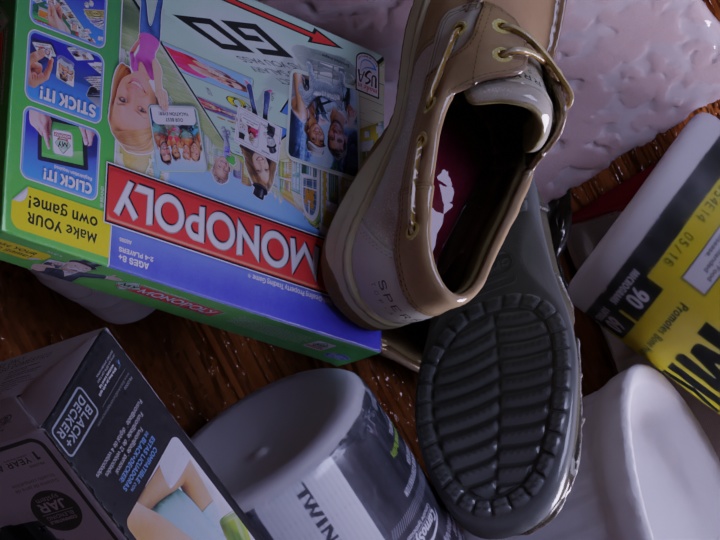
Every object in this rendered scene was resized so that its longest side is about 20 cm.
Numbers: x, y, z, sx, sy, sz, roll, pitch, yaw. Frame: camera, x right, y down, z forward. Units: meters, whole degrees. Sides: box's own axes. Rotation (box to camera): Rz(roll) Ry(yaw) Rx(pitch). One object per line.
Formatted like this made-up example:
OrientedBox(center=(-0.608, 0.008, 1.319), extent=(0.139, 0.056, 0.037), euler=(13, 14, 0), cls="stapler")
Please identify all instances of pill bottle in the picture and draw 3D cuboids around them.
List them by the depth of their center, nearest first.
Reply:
OrientedBox(center=(0.005, 0.148, 1.157), extent=(0.200, 0.106, 0.106), euler=(58, 38, -21), cls="pill bottle")
OrientedBox(center=(0.207, 0.026, 1.297), extent=(0.200, 0.114, 0.114), euler=(37, 40, 4), cls="pill bottle")

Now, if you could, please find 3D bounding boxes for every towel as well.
OrientedBox(center=(0.053, -0.099, 1.250), extent=(0.191, 0.200, 0.032), euler=(41, 25, -40), cls="towel")

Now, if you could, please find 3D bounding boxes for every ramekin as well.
OrientedBox(center=(0.123, 0.154, 1.283), extent=(0.201, 0.097, 0.201), euler=(55, 21, -34), cls="ramekin")

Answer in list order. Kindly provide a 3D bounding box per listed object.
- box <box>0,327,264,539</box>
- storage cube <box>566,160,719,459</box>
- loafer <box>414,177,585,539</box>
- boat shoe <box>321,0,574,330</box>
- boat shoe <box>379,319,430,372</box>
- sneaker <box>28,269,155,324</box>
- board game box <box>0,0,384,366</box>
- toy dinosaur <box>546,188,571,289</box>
OrientedBox(center=(-0.093, 0.127, 1.028), extent=(0.200, 0.116, 0.060), euler=(55, 37, -22), cls="box")
OrientedBox(center=(0.243, 0.008, 1.466), extent=(0.180, 0.199, 0.172), euler=(-29, 101, -47), cls="storage cube")
OrientedBox(center=(0.067, 0.035, 1.189), extent=(0.070, 0.075, 0.201), euler=(55, 28, -47), cls="loafer")
OrientedBox(center=(0.053, -0.065, 1.127), extent=(0.074, 0.066, 0.201), euler=(34, 68, -36), cls="boat shoe")
OrientedBox(center=(0.000, 0.000, 1.237), extent=(0.200, 0.074, 0.069), euler=(25, 52, -48), cls="boat shoe")
OrientedBox(center=(-0.118, -0.091, 1.114), extent=(0.115, 0.073, 0.201), euler=(29, 56, -48), cls="sneaker")
OrientedBox(center=(-0.069, -0.050, 1.090), extent=(0.200, 0.029, 0.135), euler=(19, 64, -42), cls="board game box")
OrientedBox(center=(0.089, -0.034, 1.373), extent=(0.088, 0.047, 0.201), euler=(76, 27, -73), cls="toy dinosaur")
